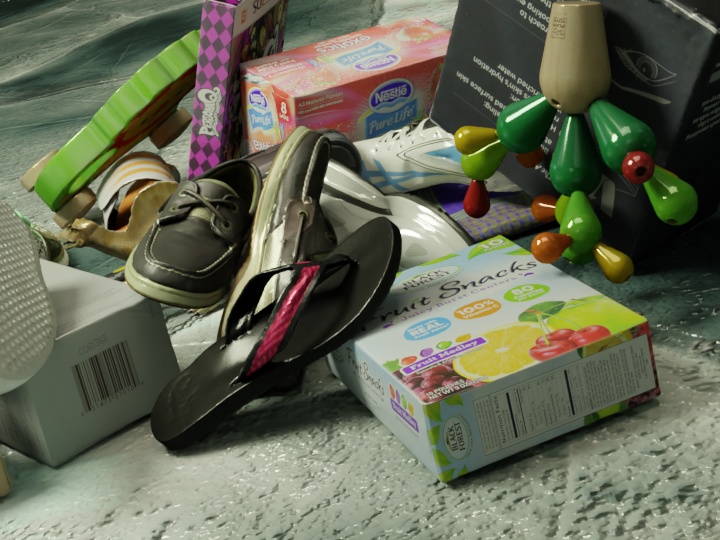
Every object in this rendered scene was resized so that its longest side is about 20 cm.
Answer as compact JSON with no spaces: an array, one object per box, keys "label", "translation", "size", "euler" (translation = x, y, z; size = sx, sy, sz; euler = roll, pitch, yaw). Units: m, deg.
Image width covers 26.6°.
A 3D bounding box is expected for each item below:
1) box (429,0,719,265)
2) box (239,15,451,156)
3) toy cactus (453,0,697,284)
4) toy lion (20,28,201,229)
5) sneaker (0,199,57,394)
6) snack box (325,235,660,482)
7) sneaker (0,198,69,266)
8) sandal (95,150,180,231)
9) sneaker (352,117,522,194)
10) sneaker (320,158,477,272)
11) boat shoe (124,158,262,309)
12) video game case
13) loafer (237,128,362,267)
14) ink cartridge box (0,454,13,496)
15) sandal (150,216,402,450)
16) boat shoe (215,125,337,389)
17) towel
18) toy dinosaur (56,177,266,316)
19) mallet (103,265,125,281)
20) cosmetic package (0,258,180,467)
[{"label":"box","translation":[0.169,-0.147,1.039],"size":[0.117,0.202,0.196],"euler":[-27,56,-36]},{"label":"box","translation":[0.000,-0.147,1.351],"size":[0.198,0.104,0.094],"euler":[-19,34,-30]},{"label":"toy cactus","translation":[0.127,-0.085,0.964],"size":[0.101,0.168,0.199],"euler":[-8,16,-27]},{"label":"toy lion","translation":[-0.214,-0.138,1.395],"size":[0.200,0.069,0.192],"euler":[-43,3,-18]},{"label":"sneaker","translation":[-0.240,0.030,0.946],"size":[0.082,0.074,0.201],"euler":[-48,26,14]},{"label":"snack box","translation":[0.068,0.045,0.915],"size":[0.140,0.054,0.200],"euler":[-18,20,-14]},{"label":"sneaker","translation":[-0.292,-0.026,1.290],"size":[0.076,0.090,0.200],"euler":[-18,20,-11]},{"label":"sandal","translation":[-0.207,-0.076,1.387],"size":[0.079,0.060,0.207],"euler":[-33,17,3]},{"label":"sneaker","translation":[0.057,-0.100,1.216],"size":[0.198,0.073,0.072],"euler":[-1,25,34]},{"label":"sneaker","translation":[0.000,0.000,1.091],"size":[0.199,0.076,0.116],"euler":[27,72,41]},{"label":"boat shoe","translation":[-0.109,-0.032,1.039],"size":[0.071,0.067,0.201],"euler":[20,18,3]},{"label":"video game case","translation":[-0.111,-0.170,1.395],"size":[0.035,0.203,0.182],"euler":[13,25,9]},{"label":"loafer","translation":[-0.093,-0.054,1.220],"size":[0.198,0.072,0.063],"euler":[-27,28,-3]},{"label":"ink cartridge box","translation":[-0.341,0.125,0.947],"size":[0.198,0.076,0.164],"euler":[-24,21,-27]},{"label":"sandal","translation":[-0.057,0.034,0.931],"size":[0.199,0.045,0.075],"euler":[-38,31,5]},{"label":"boat shoe","translation":[-0.043,-0.006,1.033],"size":[0.064,0.073,0.202],"euler":[9,64,11]},{"label":"towel","translation":[0.079,-0.050,1.203],"size":[0.197,0.023,0.144],"euler":[-15,19,-2]},{"label":"toy dinosaur","translation":[-0.128,-0.024,1.155],"size":[0.197,0.102,0.058],"euler":[-17,21,-4]},{"label":"mallet","translation":[-0.173,-0.009,1.252],"size":[0.198,0.042,0.066],"euler":[-25,22,-18]},{"label":"cosmetic package","translation":[-0.223,0.055,1.047],"size":[0.112,0.082,0.199],"euler":[-26,22,-31]}]
